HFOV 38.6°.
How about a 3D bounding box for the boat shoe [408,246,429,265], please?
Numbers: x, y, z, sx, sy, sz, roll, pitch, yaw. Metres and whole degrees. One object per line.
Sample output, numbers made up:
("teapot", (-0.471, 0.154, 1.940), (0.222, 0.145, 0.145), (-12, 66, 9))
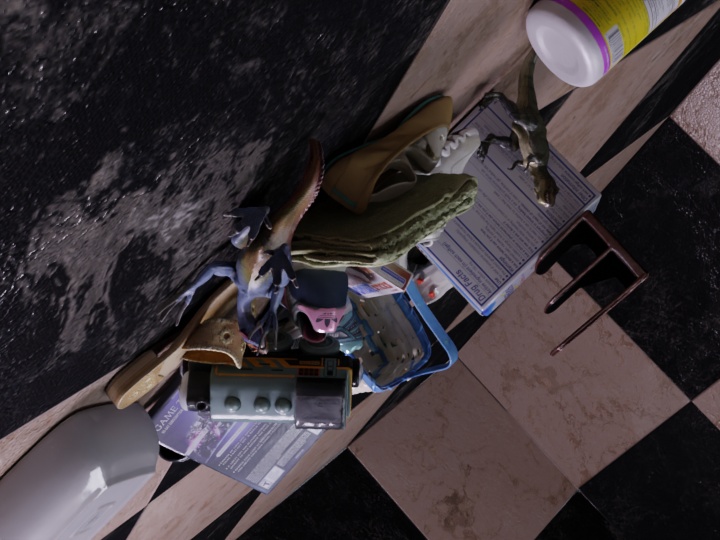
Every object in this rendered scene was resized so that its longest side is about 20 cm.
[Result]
("boat shoe", (0.109, -0.053, 1.465), (0.075, 0.074, 0.199), (-33, 155, 25))

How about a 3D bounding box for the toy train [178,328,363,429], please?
("toy train", (-0.095, 0.116, 1.086), (0.114, 0.197, 0.086), (-92, -174, -68))

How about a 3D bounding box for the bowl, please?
("bowl", (-0.298, 0.230, 1.067), (0.200, 0.075, 0.200), (-46, 169, 4))

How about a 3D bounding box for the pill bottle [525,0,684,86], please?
("pill bottle", (0.277, -0.294, 1.088), (0.200, 0.104, 0.104), (-42, 169, -10))

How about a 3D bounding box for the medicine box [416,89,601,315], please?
("medicine box", (0.159, -0.079, 1.256), (0.200, 0.182, 0.103), (-44, 168, 4))

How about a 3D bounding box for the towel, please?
("towel", (0.015, -0.051, 1.019), (0.200, 0.147, 0.037), (-37, 123, -44))

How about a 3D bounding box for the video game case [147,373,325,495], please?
("video game case", (-0.140, 0.175, 1.204), (0.199, 0.019, 0.143), (34, 104, -32))

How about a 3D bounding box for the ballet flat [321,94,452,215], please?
("ballet flat", (0.042, -0.112, 1.032), (0.199, 0.063, 0.069), (-36, 164, -35))

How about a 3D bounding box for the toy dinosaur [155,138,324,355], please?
("toy dinosaur", (-0.081, 0.006, 0.938), (0.200, 0.105, 0.182), (-44, 173, -11))

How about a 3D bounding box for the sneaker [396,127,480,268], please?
("sneaker", (0.072, -0.080, 1.162), (0.200, 0.081, 0.075), (-47, -170, -13))

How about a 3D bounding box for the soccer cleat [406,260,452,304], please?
("soccer cleat", (0.137, -0.014, 1.384), (0.199, 0.070, 0.078), (-31, -169, 45))

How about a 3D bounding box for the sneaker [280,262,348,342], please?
("sneaker", (-0.058, 0.038, 1.095), (0.069, 0.083, 0.200), (2, 170, -10))

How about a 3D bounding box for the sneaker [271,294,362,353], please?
("sneaker", (-0.082, 0.101, 1.245), (0.199, 0.087, 0.077), (-30, 179, 31))

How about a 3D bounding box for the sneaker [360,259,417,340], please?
("sneaker", (0.032, 0.033, 1.516), (0.092, 0.076, 0.200), (-37, 169, -49))

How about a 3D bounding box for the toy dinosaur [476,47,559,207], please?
("toy dinosaur", (0.179, -0.168, 1.184), (0.087, 0.203, 0.047), (-3, 174, -12))

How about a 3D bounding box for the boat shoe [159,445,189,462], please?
("boat shoe", (-0.182, 0.168, 1.242), (0.200, 0.075, 0.062), (-44, 180, 30))

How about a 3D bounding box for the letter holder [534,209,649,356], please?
("letter holder", (0.254, 0.023, 1.241), (0.142, 0.101, 0.200), (-43, 169, 5))

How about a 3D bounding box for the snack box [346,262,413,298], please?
("snack box", (0.000, 0.000, 1.132), (0.024, 0.071, 0.200), (-60, -172, -9))

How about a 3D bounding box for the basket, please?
("basket", (0.024, 0.072, 1.379), (0.139, 0.177, 0.199), (-34, -176, -36))

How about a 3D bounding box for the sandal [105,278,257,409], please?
("sandal", (-0.151, 0.080, 1.034), (0.211, 0.070, 0.078), (-41, 169, -15))
